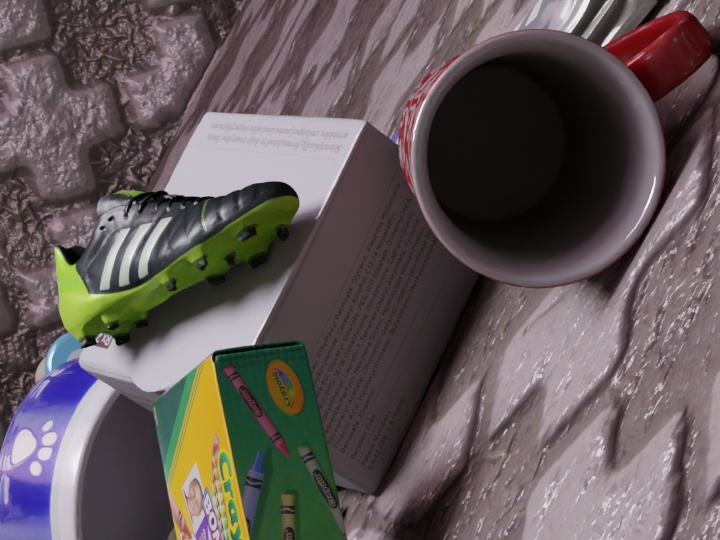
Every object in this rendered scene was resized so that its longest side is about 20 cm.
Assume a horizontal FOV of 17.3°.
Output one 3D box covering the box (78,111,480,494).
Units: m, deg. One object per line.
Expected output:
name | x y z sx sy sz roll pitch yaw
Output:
box | -0.048 0.016 1.522 0.199 0.130 0.201 9 69 55

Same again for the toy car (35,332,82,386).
toy car | -0.179 0.161 1.961 0.184 0.176 0.201 111 156 -78

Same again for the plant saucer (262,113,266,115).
plant saucer | -0.075 -0.002 1.826 0.200 0.048 0.201 -66 -18 -72

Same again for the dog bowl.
dog bowl | -0.160 0.158 1.638 0.078 0.200 0.201 0 54 35

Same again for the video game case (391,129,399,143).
video game case | 0.000 0.000 1.722 0.200 0.045 0.182 -53 13 37

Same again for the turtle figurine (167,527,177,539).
turtle figurine | -0.084 0.203 1.491 0.150 0.100 0.200 -58 17 14

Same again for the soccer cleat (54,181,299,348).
soccer cleat | -0.120 -0.021 1.451 0.200 0.067 0.081 -29 72 36

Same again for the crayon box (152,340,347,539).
crayon box | -0.055 0.151 1.309 0.119 0.058 0.201 142 118 -63

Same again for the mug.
mug | 0.105 -0.069 1.318 0.200 0.176 0.134 -137 40 -83

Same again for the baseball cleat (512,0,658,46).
baseball cleat | 0.132 -0.146 1.469 0.200 0.070 0.107 -47 9 20
